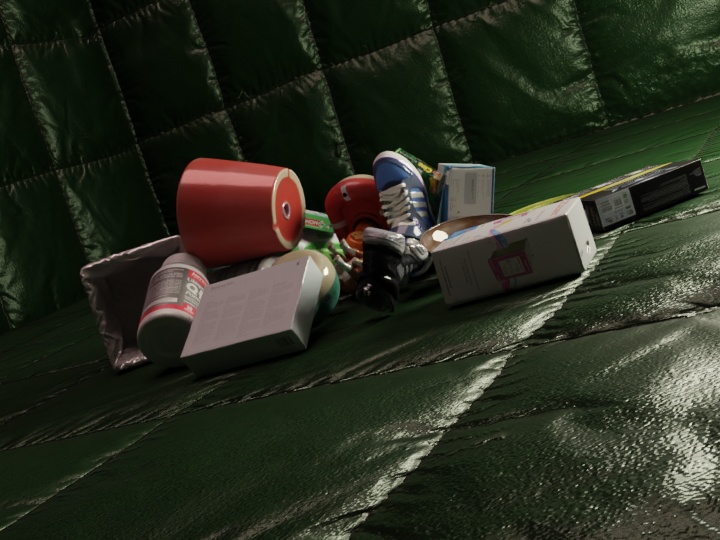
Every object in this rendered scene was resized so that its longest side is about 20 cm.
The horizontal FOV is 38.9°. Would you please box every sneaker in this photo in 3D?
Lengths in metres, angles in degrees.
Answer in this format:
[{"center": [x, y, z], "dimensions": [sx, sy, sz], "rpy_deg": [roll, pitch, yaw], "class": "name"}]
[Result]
[{"center": [0.042, 0.006, 1.543], "dimensions": [0.074, 0.116, 0.200], "rpy_deg": [13, -4, 21], "class": "sneaker"}, {"center": [0.070, -0.087, 1.728], "dimensions": [0.080, 0.202, 0.147], "rpy_deg": [-17, 25, 25], "class": "sneaker"}]

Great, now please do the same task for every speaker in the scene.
[{"center": [-0.076, -0.033, 1.992], "dimensions": [0.198, 0.090, 0.088], "rpy_deg": [0, -6, -41], "class": "speaker"}]

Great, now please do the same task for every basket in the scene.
[{"center": [-0.392, 0.055, 1.886], "dimensions": [0.195, 0.203, 0.161], "rpy_deg": [-19, 5, -10], "class": "basket"}]

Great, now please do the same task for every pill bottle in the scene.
[{"center": [-0.178, 0.037, 1.806], "dimensions": [0.198, 0.116, 0.114], "rpy_deg": [-14, 8, 32], "class": "pill bottle"}, {"center": [-0.309, 0.059, 1.718], "dimensions": [0.109, 0.112, 0.201], "rpy_deg": [-17, 33, 9], "class": "pill bottle"}]

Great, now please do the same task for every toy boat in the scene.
[{"center": [0.008, -0.066, 1.820], "dimensions": [0.129, 0.202, 0.131], "rpy_deg": [-16, 21, 23], "class": "toy boat"}]

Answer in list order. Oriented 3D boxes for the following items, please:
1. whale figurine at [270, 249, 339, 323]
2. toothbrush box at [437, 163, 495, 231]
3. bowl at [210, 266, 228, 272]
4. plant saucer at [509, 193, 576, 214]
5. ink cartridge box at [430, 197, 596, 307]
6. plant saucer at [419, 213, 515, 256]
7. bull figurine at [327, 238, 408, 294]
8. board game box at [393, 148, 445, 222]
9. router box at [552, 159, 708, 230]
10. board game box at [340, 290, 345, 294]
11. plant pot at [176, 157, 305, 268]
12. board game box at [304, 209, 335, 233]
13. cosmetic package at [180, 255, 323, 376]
[{"center": [-0.117, 0.060, 1.636], "dimensions": [0.200, 0.104, 0.158], "rpy_deg": [-45, 38, -18], "class": "whale figurine"}, {"center": [0.183, -0.115, 1.823], "dimensions": [0.084, 0.149, 0.200], "rpy_deg": [1, 6, -2], "class": "toothbrush box"}, {"center": [-0.222, -0.031, 2.012], "dimensions": [0.199, 0.203, 0.105], "rpy_deg": [-24, 52, -37], "class": "bowl"}, {"center": [0.334, -0.103, 1.866], "dimensions": [0.197, 0.032, 0.200], "rpy_deg": [-18, 8, 2], "class": "plant saucer"}, {"center": [0.215, -0.028, 1.414], "dimensions": [0.197, 0.086, 0.144], "rpy_deg": [-15, 8, 22], "class": "ink cartridge box"}, {"center": [0.194, -0.045, 1.636], "dimensions": [0.197, 0.033, 0.201], "rpy_deg": [-7, 22, 3], "class": "plant saucer"}, {"center": [0.000, 0.000, 1.714], "dimensions": [0.066, 0.121, 0.199], "rpy_deg": [-61, 16, -20], "class": "bull figurine"}, {"center": [0.094, -0.115, 1.837], "dimensions": [0.104, 0.202, 0.023], "rpy_deg": [31, 51, 23], "class": "board game box"}, {"center": [0.434, -0.121, 1.657], "dimensions": [0.197, 0.053, 0.157], "rpy_deg": [-21, 7, -12], "class": "router box"}, {"center": [-0.096, 0.038, 1.925], "dimensions": [0.197, 0.029, 0.135], "rpy_deg": [-16, 8, 16], "class": "board game box"}, {"center": [-0.203, -0.105, 1.811], "dimensions": [0.175, 0.204, 0.200], "rpy_deg": [-1, 14, 22], "class": "plant pot"}, {"center": [-0.115, -0.104, 1.999], "dimensions": [0.132, 0.030, 0.200], "rpy_deg": [10, 5, -16], "class": "board game box"}, {"center": [-0.161, 0.068, 1.533], "dimensions": [0.197, 0.052, 0.152], "rpy_deg": [-15, 42, 25], "class": "cosmetic package"}]
